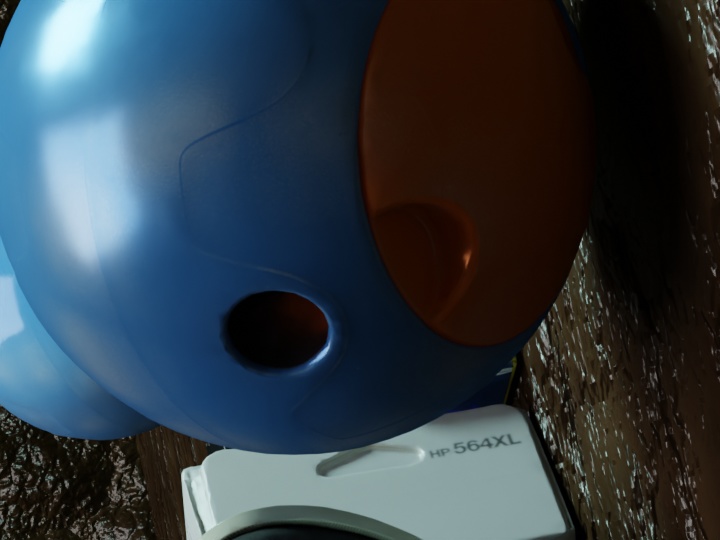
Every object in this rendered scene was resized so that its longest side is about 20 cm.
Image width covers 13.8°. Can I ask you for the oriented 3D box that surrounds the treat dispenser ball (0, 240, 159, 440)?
[{"bbox_3d":[-0.179,0.014,2.016,0.201,0.200,0.202,169,90,-81],"label":"treat dispenser ball"}]

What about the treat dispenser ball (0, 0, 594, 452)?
[{"bbox_3d":[-0.023,-0.041,0.981,0.201,0.200,0.202,169,90,-81],"label":"treat dispenser ball"}]

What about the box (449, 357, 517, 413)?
[{"bbox_3d":[0.020,0.057,1.300,0.200,0.064,0.070,98,160,-64],"label":"box"}]

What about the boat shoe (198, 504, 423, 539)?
[{"bbox_3d":[0.019,0.152,1.125,0.200,0.072,0.068,37,-155,-30],"label":"boat shoe"}]

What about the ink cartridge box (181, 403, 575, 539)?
[{"bbox_3d":[0.010,0.166,1.229,0.084,0.145,0.201,-110,13,-51],"label":"ink cartridge box"}]

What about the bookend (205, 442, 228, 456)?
[{"bbox_3d":[-0.010,0.175,1.527,0.199,0.092,0.200,88,166,-48],"label":"bookend"}]
